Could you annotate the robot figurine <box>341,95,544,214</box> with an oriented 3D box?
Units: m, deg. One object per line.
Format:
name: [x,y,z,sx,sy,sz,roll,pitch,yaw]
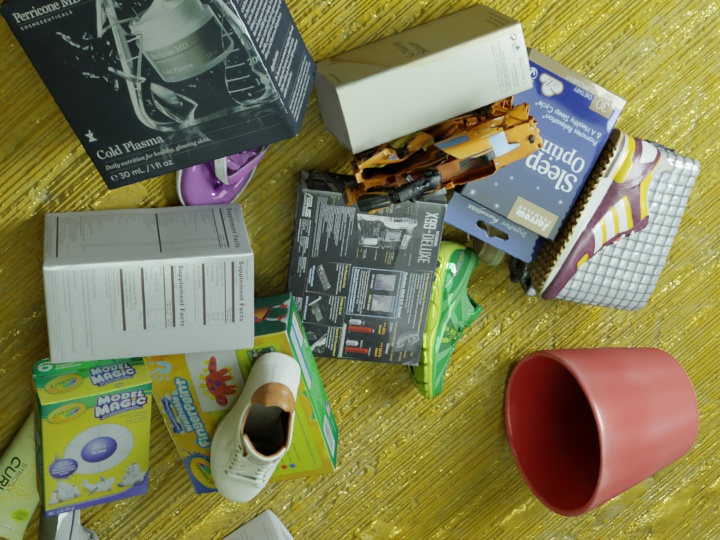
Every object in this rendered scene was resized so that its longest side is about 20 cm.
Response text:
robot figurine: [0.073,-0.112,1.213,0.198,0.145,0.059,-19,105,-1]

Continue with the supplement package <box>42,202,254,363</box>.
supplement package: [-0.209,0.011,1.219,0.197,0.114,0.111,-3,120,-11]

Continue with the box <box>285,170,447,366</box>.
box: [0.000,0.000,1.328,0.156,0.050,0.202,5,117,-6]

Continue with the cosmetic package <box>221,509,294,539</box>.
cosmetic package: [-0.163,0.388,1.473,0.199,0.102,0.074,-33,124,-1]

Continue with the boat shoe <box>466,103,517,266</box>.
boat shoe: [0.140,-0.104,1.347,0.062,0.073,0.203,2,106,-14]

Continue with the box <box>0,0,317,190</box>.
box: [-0.170,-0.202,1.082,0.198,0.125,0.198,-14,125,19]

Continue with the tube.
tube: [-0.356,0.210,1.326,0.201,0.058,0.052,-55,163,19]

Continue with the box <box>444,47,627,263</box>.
box: [0.181,-0.116,1.297,0.120,0.032,0.202,25,99,-13]

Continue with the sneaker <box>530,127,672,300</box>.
sneaker: [0.260,-0.047,1.327,0.089,0.075,0.201,24,104,-15]

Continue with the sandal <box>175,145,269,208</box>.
sandal: [-0.119,-0.135,1.228,0.082,0.050,0.204,25,108,-29]

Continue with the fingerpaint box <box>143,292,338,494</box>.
fingerpaint box: [-0.128,0.135,1.332,0.165,0.074,0.202,-11,124,10]

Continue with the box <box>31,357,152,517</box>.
box: [-0.274,0.161,1.265,0.116,0.049,0.202,-11,132,-23]

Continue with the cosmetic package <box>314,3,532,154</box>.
cosmetic package: [0.059,-0.194,1.235,0.198,0.104,0.074,-21,117,-12]

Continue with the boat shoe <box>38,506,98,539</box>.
boat shoe: [-0.323,0.319,1.386,0.065,0.072,0.202,-4,120,-25]

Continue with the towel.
towel: [0.272,-0.063,1.412,0.164,0.086,0.202,10,109,-18]

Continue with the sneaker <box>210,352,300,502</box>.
sneaker: [-0.114,0.182,1.269,0.072,0.085,0.201,13,126,-9]

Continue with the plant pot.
plant pot: [0.302,0.180,1.506,0.175,0.200,0.203,-10,122,-27]

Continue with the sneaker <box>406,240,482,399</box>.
sneaker: [0.099,0.062,1.415,0.083,0.074,0.202,-2,119,-19]
